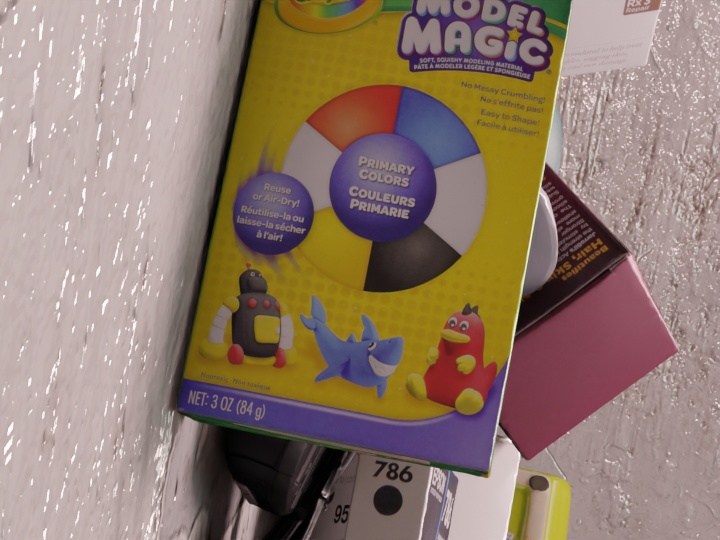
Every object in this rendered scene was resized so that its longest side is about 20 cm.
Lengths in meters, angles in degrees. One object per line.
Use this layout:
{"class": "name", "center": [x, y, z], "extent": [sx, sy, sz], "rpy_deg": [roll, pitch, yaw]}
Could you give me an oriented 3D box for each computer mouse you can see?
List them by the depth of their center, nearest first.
{"class": "computer mouse", "center": [-0.043, 0.099, 0.768], "extent": [0.142, 0.046, 0.200], "rpy_deg": [-63, 171, -5]}

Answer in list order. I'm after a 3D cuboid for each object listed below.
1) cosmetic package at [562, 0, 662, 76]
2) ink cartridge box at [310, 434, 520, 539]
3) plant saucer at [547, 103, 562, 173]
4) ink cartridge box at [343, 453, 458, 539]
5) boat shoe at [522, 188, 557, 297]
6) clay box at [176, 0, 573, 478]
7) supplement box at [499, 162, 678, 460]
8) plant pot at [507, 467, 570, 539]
{"class": "cosmetic package", "center": [0.103, -0.209, 1.033], "extent": [0.074, 0.100, 0.202], "rpy_deg": [95, -16, -52]}
{"class": "ink cartridge box", "center": [0.008, 0.190, 0.982], "extent": [0.144, 0.083, 0.202], "rpy_deg": [-16, -121, 62]}
{"class": "plant saucer", "center": [0.090, -0.138, 1.127], "extent": [0.202, 0.038, 0.201], "rpy_deg": [61, 2, -3]}
{"class": "ink cartridge box", "center": [0.013, 0.142, 0.764], "extent": [0.100, 0.039, 0.202], "rpy_deg": [57, 41, -73]}
{"class": "boat shoe", "center": [0.045, -0.071, 0.860], "extent": [0.066, 0.073, 0.201], "rpy_deg": [-86, 154, -49]}
{"class": "clay box", "center": [0.010, -0.035, 0.619], "extent": [0.048, 0.113, 0.202], "rpy_deg": [67, 33, -80]}
{"class": "supplement box", "center": [0.082, -0.001, 0.991], "extent": [0.086, 0.110, 0.200], "rpy_deg": [55, 1, -38]}
{"class": "plant pot", "center": [0.053, 0.244, 1.250], "extent": [0.201, 0.197, 0.183], "rpy_deg": [-73, 173, -45]}
